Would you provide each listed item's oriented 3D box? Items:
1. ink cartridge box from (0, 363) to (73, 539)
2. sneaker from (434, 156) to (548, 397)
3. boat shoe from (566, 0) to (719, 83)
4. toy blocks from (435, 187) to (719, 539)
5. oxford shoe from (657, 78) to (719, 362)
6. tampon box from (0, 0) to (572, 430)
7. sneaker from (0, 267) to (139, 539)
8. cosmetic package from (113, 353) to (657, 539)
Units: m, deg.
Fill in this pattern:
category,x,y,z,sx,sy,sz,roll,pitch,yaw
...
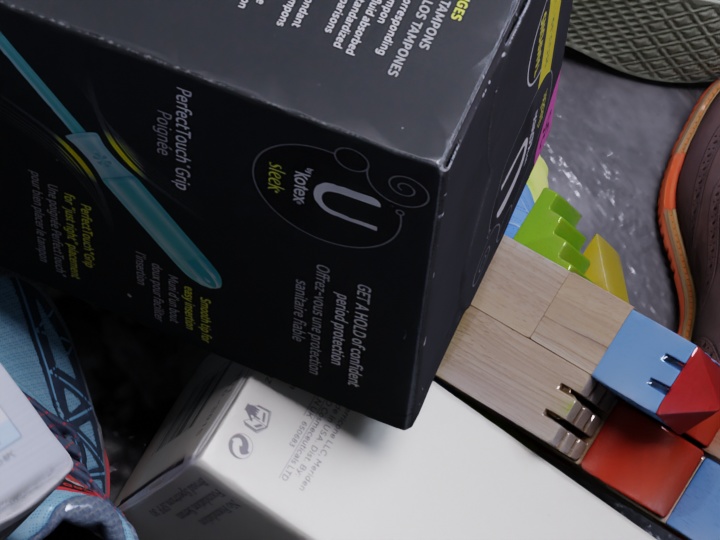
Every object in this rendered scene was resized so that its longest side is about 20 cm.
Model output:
category,x,y,z,sx,sy,sz,roll,pitch,yaw
ink cartridge box,-0.187,0.020,0.836,0.200,0.160,0.047,51,47,5
sneaker,0.000,0.000,1.029,0.200,0.076,0.105,-10,68,-38
boat shoe,0.093,-0.123,1.170,0.200,0.075,0.062,12,62,-21
toy blocks,0.097,0.051,0.983,0.137,0.100,0.200,30,-3,30
oxford shoe,0.160,-0.004,1.137,0.071,0.073,0.200,22,52,-20
tampon box,-0.048,-0.071,0.869,0.200,0.150,0.126,21,60,9
sneaker,-0.095,0.079,0.903,0.079,0.096,0.200,8,58,-30
cosmetic package,0.027,0.100,0.958,0.200,0.105,0.071,35,65,-8
